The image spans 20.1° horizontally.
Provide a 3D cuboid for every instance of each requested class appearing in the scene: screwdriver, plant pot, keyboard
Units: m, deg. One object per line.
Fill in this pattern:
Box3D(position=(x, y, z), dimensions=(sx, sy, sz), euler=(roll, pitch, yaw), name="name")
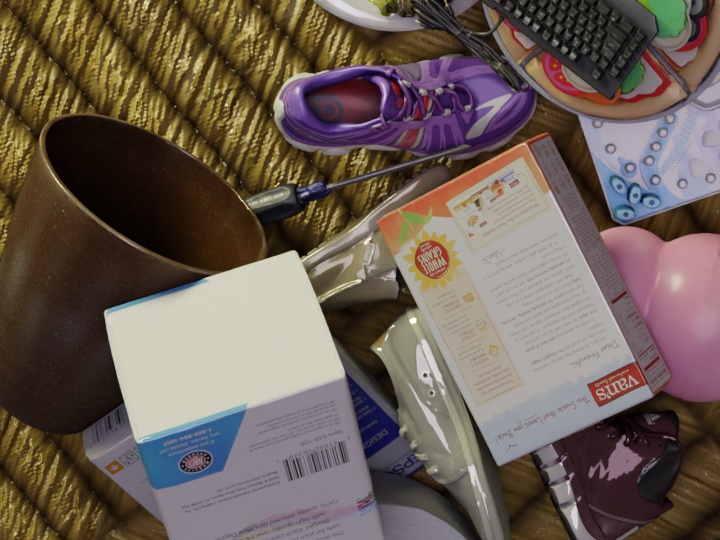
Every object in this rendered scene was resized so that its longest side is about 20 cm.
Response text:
Box3D(position=(-0.009, -0.069, 1.543), dimensions=(0.199, 0.029, 0.028), euler=(-19, 122, 14), name="screwdriver")
Box3D(position=(-0.199, 0.018, 1.520), dimensions=(0.186, 0.187, 0.200), euler=(34, 114, -1), name="plant pot")
Box3D(position=(0.106, -0.190, 1.449), dimensions=(0.200, 0.021, 0.127), euler=(39, 130, 9), name="keyboard")

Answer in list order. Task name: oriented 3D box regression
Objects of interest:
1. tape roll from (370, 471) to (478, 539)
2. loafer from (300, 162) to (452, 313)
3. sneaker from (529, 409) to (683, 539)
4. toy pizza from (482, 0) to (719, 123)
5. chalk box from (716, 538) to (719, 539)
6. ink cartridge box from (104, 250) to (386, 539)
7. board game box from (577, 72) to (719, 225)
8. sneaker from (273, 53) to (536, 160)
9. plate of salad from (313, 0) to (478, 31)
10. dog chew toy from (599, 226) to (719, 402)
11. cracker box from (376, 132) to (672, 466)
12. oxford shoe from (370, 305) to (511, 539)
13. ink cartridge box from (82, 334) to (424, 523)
Box3D(position=(0.005, 0.259, 1.564), dimensions=(0.199, 0.066, 0.202), euler=(-2, 106, -6), name="tape roll")
Box3D(position=(0.000, 0.000, 1.541), dimensions=(0.200, 0.076, 0.068), euler=(-38, 88, 8), name="loafer")
Box3D(position=(0.179, 0.112, 1.554), dimensions=(0.115, 0.076, 0.201), euler=(-26, 105, 1), name="sneaker")
Box3D(position=(0.169, -0.194, 1.439), dimensions=(0.199, 0.032, 0.201), euler=(15, 123, 25), name="toy pizza")
Box3D(position=(0.253, 0.297, 1.541), dimensions=(0.199, 0.124, 0.124), euler=(-30, 95, 7), name="chalk box")
Box3D(position=(-0.077, 0.123, 1.428), dimensions=(0.146, 0.146, 0.201), euler=(-17, 130, -5), name="ink cartridge box")
Box3D(position=(0.255, -0.158, 1.525), dimensions=(0.199, 0.026, 0.201), euler=(-19, 96, 7), name="board game box")
Box3D(position=(0.037, -0.120, 1.506), dimensions=(0.199, 0.083, 0.081), euler=(-8, 89, -9), name="sneaker")
Box3D(position=(0.020, -0.273, 1.497), dimensions=(0.199, 0.048, 0.201), euler=(5, 110, 13), name="plate of salad")
Box3D(position=(0.206, 0.024, 1.512), dimensions=(0.199, 0.125, 0.125), euler=(13, 99, 10), name="dog chew toy")
Box3D(position=(0.117, 0.021, 1.457), dimensions=(0.133, 0.058, 0.201), euler=(-26, 89, 26), name="cracker box")
Box3D(position=(0.062, 0.126, 1.538), dimensions=(0.057, 0.075, 0.201), euler=(-23, 87, 6), name="oxford shoe")
Box3D(position=(-0.075, 0.134, 1.560), dimensions=(0.197, 0.047, 0.200), euler=(-35, 130, 9), name="ink cartridge box")
